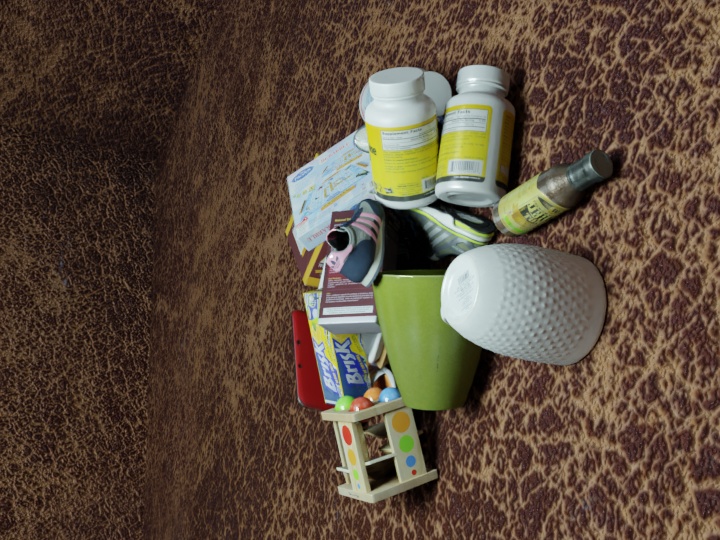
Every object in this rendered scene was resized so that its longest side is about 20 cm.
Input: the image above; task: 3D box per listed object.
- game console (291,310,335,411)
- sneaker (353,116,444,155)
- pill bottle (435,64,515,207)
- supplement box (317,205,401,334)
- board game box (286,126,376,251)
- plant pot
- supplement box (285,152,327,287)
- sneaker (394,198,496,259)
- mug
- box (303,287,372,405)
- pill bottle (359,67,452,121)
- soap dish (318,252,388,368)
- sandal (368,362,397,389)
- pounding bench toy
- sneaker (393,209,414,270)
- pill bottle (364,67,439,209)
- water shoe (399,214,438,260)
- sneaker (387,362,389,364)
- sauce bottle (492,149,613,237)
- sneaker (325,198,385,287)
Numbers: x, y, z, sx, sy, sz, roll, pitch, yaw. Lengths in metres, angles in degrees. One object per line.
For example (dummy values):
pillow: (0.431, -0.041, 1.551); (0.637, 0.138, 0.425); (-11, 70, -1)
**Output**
game console: (-0.070, 0.199, 1.599); (0.173, 0.118, 0.201); (100, 167, -56)
sneaker: (0.078, -0.234, 1.415); (0.085, 0.199, 0.078); (-6, -86, -72)
pill bottle: (0.179, -0.206, 1.292); (0.111, 0.111, 0.201); (-7, 74, 64)
supplement box: (0.000, 0.000, 1.371); (0.108, 0.061, 0.201); (-3, 68, 27)
board game box: (-0.037, -0.156, 1.533); (0.199, 0.041, 0.200); (-31, 38, 15)
plant pot: (0.109, 0.103, 1.266); (0.187, 0.186, 0.202); (-175, 84, -65)
supplement box: (-0.040, -0.093, 1.686); (0.198, 0.132, 0.200); (-65, 29, 27)
sneaker: (0.125, -0.064, 1.353); (0.200, 0.074, 0.081); (30, 117, 44)
mug: (0.188, 0.045, 1.100); (0.200, 0.174, 0.149); (-31, 53, 58)
box: (-0.038, 0.129, 1.445); (0.070, 0.064, 0.201); (-4, 100, 56)
pill bottle: (0.083, -0.313, 1.541); (0.200, 0.108, 0.110); (13, 93, 65)
soap dish: (0.012, 0.047, 1.472); (0.200, 0.081, 0.158); (48, 138, 35)
sandal: (0.014, 0.207, 1.518); (0.207, 0.059, 0.080); (-154, 51, -68)
pounding bench toy: (0.010, 0.277, 1.389); (0.200, 0.124, 0.157); (-16, 87, 63)
sneaker: (0.069, -0.053, 1.509); (0.079, 0.075, 0.201); (144, 122, -68)
pill bottle: (0.066, -0.207, 1.311); (0.113, 0.112, 0.201); (-128, 26, -58)
water shoe: (0.096, -0.095, 1.462); (0.072, 0.078, 0.201); (-60, 31, 36)
sneaker: (-0.003, 0.107, 1.564); (0.200, 0.099, 0.070); (51, 126, 54)
sauce bottle: (0.258, -0.105, 1.140); (0.200, 0.064, 0.065); (144, 131, -58)
sneaker: (-0.010, -0.059, 1.275); (0.070, 0.082, 0.200); (-60, 17, 29)
